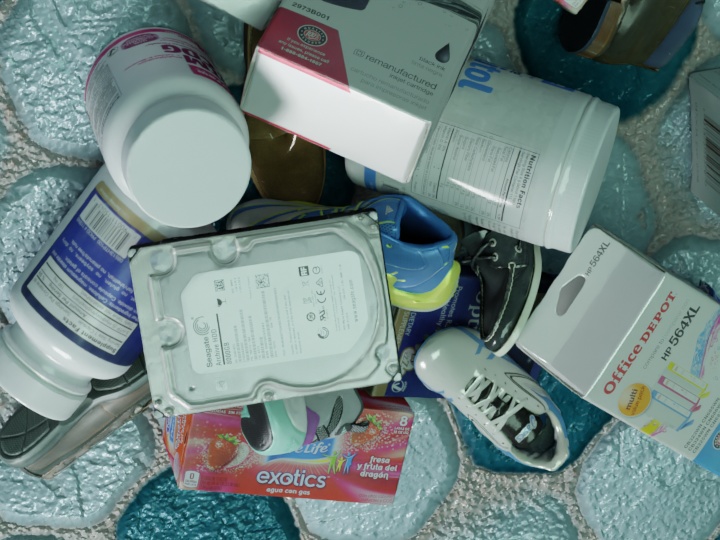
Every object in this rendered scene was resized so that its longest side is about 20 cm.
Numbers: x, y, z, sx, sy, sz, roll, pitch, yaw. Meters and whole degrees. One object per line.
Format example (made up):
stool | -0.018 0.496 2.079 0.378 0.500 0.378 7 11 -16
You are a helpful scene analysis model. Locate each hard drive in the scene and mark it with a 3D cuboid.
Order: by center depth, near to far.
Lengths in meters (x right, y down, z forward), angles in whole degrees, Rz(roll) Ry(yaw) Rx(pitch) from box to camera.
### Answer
hard drive | -0.075 0.033 1.562 0.200 0.038 0.140 -8 97 -1

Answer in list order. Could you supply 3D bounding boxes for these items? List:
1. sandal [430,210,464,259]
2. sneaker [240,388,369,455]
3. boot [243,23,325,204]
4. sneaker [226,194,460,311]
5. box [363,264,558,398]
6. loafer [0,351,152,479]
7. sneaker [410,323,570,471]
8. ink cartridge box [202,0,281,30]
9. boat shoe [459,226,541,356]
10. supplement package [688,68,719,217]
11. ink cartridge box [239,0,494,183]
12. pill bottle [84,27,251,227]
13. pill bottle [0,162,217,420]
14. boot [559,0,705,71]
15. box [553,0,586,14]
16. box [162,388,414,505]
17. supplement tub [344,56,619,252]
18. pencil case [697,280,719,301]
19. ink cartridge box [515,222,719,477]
sandal | 0.000 0.000 1.724 0.200 0.055 0.082 -17 116 -8
sneaker | -0.056 0.065 1.678 0.140 0.200 0.078 -6 147 -31
boot | -0.060 -0.126 1.644 0.073 0.075 0.200 -12 119 -15
sneaker | -0.009 -0.037 1.627 0.200 0.076 0.105 15 142 -2
box | 0.102 0.056 1.759 0.200 0.032 0.121 4 112 -35
loafer | -0.221 0.110 1.714 0.200 0.072 0.063 -35 137 9
sneaker | 0.120 0.111 1.733 0.072 0.072 0.200 -49 129 2
ink cartridge box | -0.153 -0.277 1.516 0.200 0.145 0.084 25 103 -23
boat shoe | 0.118 -0.025 1.691 0.066 0.074 0.200 22 67 -18
supplement package | 0.403 -0.119 1.747 0.200 0.117 0.117 -9 114 -11
ink cartridge box | 0.014 -0.187 1.536 0.145 0.200 0.084 24 144 2
pill bottle | -0.150 -0.112 1.555 0.113 0.200 0.114 -6 114 -13
pill bottle | -0.219 0.019 1.638 0.120 0.120 0.200 34 101 -25
boot | 0.256 -0.261 1.683 0.097 0.075 0.200 17 115 -33
box | 0.186 -0.325 1.612 0.095 0.103 0.200 32 102 -23
box | -0.065 0.136 1.739 0.200 0.100 0.096 7 110 -17
supplement tub | 0.099 -0.104 1.624 0.200 0.132 0.132 18 109 10
pencil case | 0.343 0.095 1.845 0.078 0.087 0.200 -19 125 42
ink cartridge box | 0.242 0.063 1.675 0.200 0.125 0.129 29 96 -31
